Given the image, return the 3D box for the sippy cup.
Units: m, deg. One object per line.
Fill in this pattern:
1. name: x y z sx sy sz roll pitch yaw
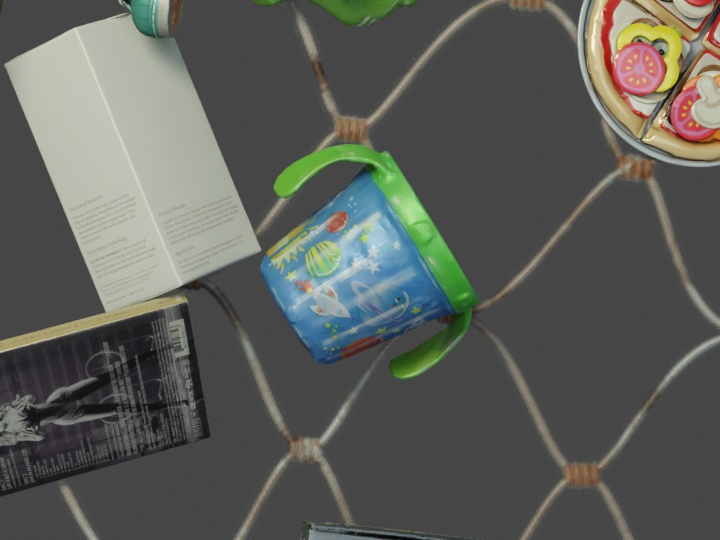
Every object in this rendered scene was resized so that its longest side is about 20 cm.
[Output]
1. sippy cup: 0.000 0.000 1.464 0.130 0.140 0.178 -31 85 1

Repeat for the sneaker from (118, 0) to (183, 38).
1. sneaker: -0.172 -0.241 1.430 0.080 0.071 0.200 -4 48 -4

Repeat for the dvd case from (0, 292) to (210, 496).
1. dvd case: -0.215 0.096 1.426 0.200 0.016 0.149 -16 135 -11

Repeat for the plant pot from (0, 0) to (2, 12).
1. plant pot: -0.351 -0.216 1.365 0.200 0.198 0.201 0 90 -10

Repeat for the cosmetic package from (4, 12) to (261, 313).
1. cosmetic package: -0.165 -0.082 1.431 0.108 0.085 0.200 -24 92 -54

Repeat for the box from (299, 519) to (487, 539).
1. box: 0.024 0.289 1.419 0.157 0.051 0.200 8 86 -8

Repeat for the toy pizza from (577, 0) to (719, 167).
1. toy pizza: 0.272 -0.183 1.562 0.200 0.032 0.201 0 88 -10

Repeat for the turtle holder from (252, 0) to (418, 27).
1. turtle holder: -0.025 -0.272 1.458 0.185 0.141 0.132 37 66 1
